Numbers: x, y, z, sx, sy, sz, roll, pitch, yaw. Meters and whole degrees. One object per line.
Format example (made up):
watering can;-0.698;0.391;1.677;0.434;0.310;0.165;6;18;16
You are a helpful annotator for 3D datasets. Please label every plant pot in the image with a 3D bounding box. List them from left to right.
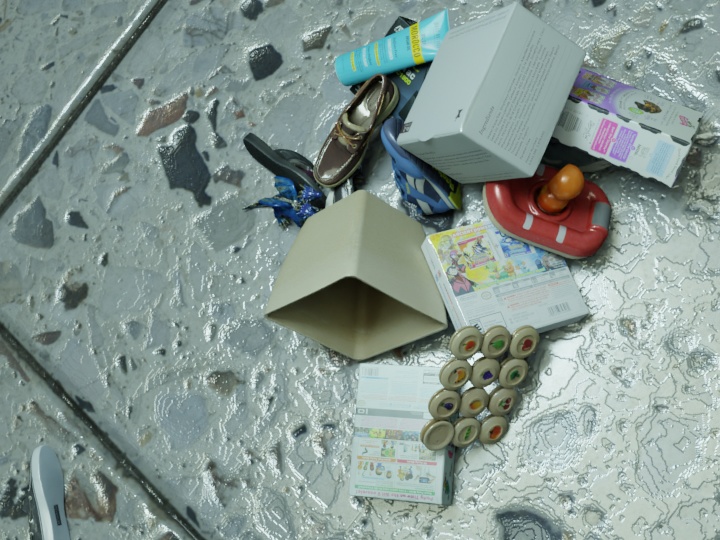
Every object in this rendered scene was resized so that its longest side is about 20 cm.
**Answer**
plant pot;0.000;0.000;1.429;0.199;0.200;0.178;-25;48;42

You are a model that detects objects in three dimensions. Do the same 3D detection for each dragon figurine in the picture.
dragon figurine;-0.126;-0.115;1.556;0.200;0.099;0.059;21;71;35

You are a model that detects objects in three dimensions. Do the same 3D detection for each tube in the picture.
tube;0.055;-0.343;1.488;0.199;0.050;0.078;-14;80;30

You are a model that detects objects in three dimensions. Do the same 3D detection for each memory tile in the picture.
memory tile;0.170;0.168;1.348;0.017;0.153;0.201;47;127;53

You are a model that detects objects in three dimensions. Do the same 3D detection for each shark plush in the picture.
shark plush;0.300;-0.207;1.454;0.200;0.083;0.091;36;90;22

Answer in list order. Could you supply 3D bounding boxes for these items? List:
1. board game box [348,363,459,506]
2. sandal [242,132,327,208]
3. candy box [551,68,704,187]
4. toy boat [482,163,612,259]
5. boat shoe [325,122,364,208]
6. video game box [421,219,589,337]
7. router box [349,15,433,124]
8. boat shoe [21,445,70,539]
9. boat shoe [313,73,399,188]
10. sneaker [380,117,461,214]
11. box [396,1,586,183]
board game box;0.068;0.247;1.432;0.147;0.064;0.201;2;76;19
sandal;-0.118;-0.178;1.595;0.200;0.075;0.048;40;74;22
candy box;0.382;-0.212;1.369;0.200;0.168;0.072;25;121;15
toy boat;0.281;-0.109;1.377;0.199;0.131;0.131;19;60;-4
boat shoe;-0.023;-0.149;1.553;0.060;0.074;0.201;-3;72;11
video game box;0.213;0.013;1.400;0.199;0.047;0.183;-14;72;-20
router box;0.096;-0.289;1.526;0.200;0.062;0.150;48;116;23
boat shoe;-0.540;0.400;1.597;0.066;0.070;0.201;-17;80;12
boat shoe;-0.014;-0.223;1.491;0.072;0.072;0.200;39;94;17
sneaker;0.080;-0.152;1.464;0.082;0.200;0.074;-16;45;31
box;0.179;-0.240;1.329;0.130;0.199;0.201;28;82;-22
